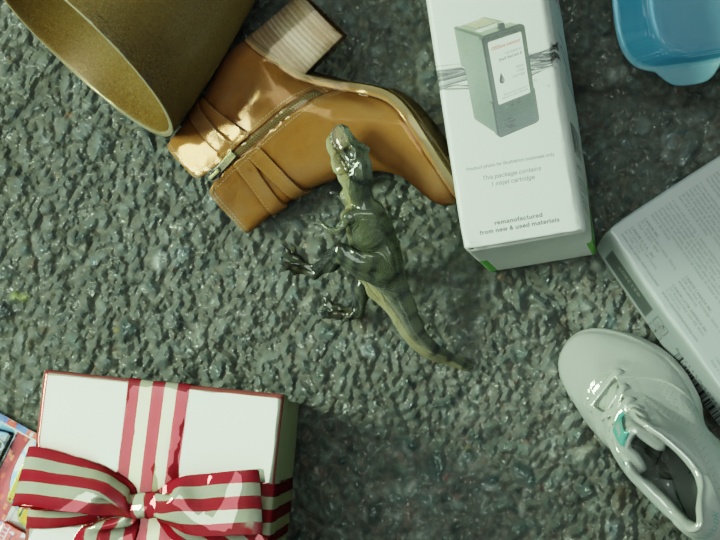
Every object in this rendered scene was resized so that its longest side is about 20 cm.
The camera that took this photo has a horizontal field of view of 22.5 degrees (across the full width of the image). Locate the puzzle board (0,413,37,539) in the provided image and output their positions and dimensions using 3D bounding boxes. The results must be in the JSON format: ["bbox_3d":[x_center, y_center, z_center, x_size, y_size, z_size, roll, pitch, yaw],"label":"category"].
[{"bbox_3d":[-0.267,0.219,1.337,0.150,0.017,0.201,26,90,11],"label":"puzzle board"}]

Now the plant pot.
[{"bbox_3d":[-0.140,-0.234,1.292,0.186,0.187,0.200,38,79,11],"label":"plant pot"}]

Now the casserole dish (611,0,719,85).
[{"bbox_3d":[0.230,-0.230,1.257,0.121,0.039,0.202,-3,93,46],"label":"casserole dish"}]

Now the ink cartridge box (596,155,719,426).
[{"bbox_3d":[0.291,-0.007,1.261,0.199,0.057,0.163,-32,79,-16],"label":"ink cartridge box"}]

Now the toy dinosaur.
[{"bbox_3d":[0.000,0.000,1.276,0.088,0.048,0.201,-17,111,24],"label":"toy dinosaur"}]

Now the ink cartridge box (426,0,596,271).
[{"bbox_3d":[0.105,-0.110,1.242,0.083,0.145,0.202,-9,82,10],"label":"ink cartridge box"}]

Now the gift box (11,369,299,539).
[{"bbox_3d":[-0.126,0.172,1.225,0.183,0.187,0.202,1,84,3],"label":"gift box"}]

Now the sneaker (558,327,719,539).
[{"bbox_3d":[0.189,0.105,1.204,0.075,0.088,0.200,-55,50,18],"label":"sneaker"}]

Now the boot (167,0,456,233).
[{"bbox_3d":[-0.030,-0.080,1.307,0.200,0.074,0.155,46,100,10],"label":"boot"}]
